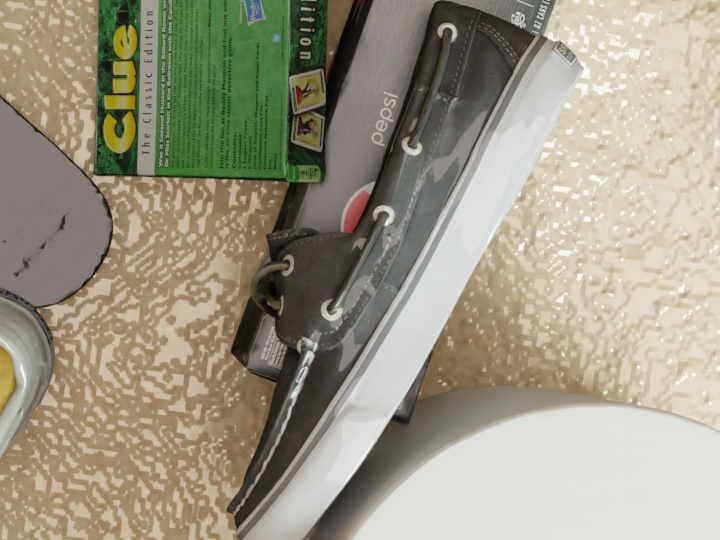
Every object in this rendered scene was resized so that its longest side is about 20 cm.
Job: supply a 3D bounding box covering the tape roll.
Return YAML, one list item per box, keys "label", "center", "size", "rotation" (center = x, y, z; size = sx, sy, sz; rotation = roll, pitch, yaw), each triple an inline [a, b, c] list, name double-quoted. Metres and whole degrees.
- label: "tape roll"
  center: [0.064, 0.142, 0.963]
  size: [0.202, 0.139, 0.203]
  rotation: [0, 90, -11]

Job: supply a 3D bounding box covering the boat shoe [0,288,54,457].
- label: "boat shoe"
  center: [-0.179, 0.096, 0.963]
  size: [0.075, 0.086, 0.202]
  rotation: [42, 94, -7]

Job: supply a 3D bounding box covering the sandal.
- label: "sandal"
  center: [-0.169, -0.064, 0.983]
  size: [0.200, 0.045, 0.075]
  rotation: [40, 89, -6]

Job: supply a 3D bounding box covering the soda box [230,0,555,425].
- label: "soda box"
  center: [0.017, -0.050, 0.990]
  size: [0.063, 0.071, 0.200]
  rotation: [20, 90, -8]

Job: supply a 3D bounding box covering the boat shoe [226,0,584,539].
- label: "boat shoe"
  center: [0.000, 0.000, 0.923]
  size: [0.066, 0.070, 0.200]
  rotation: [30, 90, 1]

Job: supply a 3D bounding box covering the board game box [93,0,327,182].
- label: "board game box"
  center: [-0.052, -0.131, 0.970]
  size: [0.023, 0.105, 0.200]
  rotation: [-1, 94, -47]
